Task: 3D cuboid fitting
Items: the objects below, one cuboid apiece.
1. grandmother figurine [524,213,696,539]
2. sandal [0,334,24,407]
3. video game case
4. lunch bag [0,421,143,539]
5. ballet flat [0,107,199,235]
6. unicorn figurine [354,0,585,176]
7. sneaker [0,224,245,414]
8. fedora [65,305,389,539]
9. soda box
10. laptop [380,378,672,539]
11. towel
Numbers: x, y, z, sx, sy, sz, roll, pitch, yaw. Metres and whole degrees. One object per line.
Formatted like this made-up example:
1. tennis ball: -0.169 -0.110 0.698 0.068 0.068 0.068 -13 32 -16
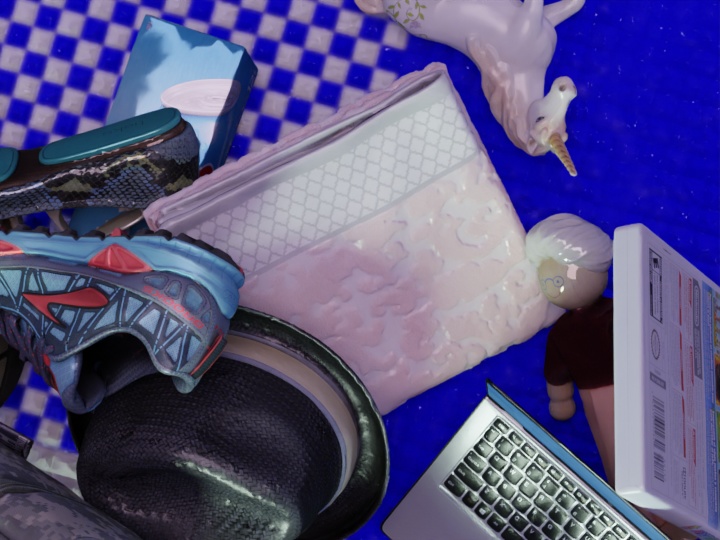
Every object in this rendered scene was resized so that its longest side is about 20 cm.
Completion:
1. grandmother figurine: 0.148 0.062 1.164 0.121 0.060 0.201 -19 92 38
2. sandal: -0.252 -0.004 1.227 0.057 0.080 0.202 -19 74 19
3. video game case: 0.186 0.074 1.087 0.018 0.200 0.144 -10 66 30
4. lunch bag: -0.218 0.191 1.084 0.167 0.139 0.201 27 90 28
5. ballet flat: -0.189 -0.041 1.163 0.199 0.074 0.075 -10 83 7
6. unicorn figurine: 0.082 -0.156 1.219 0.199 0.074 0.138 27 96 21
7. sneaker: -0.165 0.029 1.104 0.199 0.079 0.096 -2 63 28
8. fedora: -0.088 0.112 1.142 0.200 0.092 0.201 10 124 14
9. soda box: -0.129 -0.048 1.221 0.068 0.064 0.201 19 86 7
10. laptop: 0.107 0.165 1.108 0.187 0.116 0.200 42 122 8
11. towel: 0.000 0.000 1.172 0.199 0.032 0.191 -27 119 0
